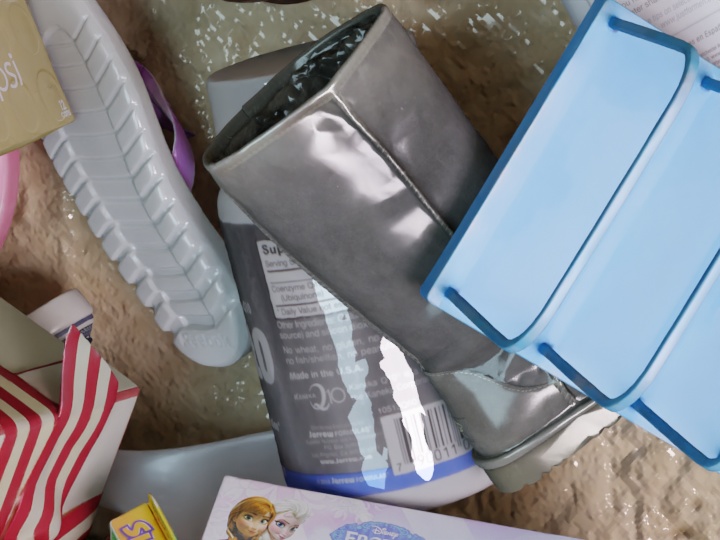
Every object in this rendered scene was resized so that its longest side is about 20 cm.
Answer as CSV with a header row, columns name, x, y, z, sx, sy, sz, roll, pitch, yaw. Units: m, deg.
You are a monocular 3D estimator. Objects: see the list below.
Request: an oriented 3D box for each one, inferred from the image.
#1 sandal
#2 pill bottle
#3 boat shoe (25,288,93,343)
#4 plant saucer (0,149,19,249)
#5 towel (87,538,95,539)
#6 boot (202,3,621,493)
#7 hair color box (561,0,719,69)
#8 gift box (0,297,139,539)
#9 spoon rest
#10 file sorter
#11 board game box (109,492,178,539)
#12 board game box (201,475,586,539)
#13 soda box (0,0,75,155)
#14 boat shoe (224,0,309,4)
name,x,y,z,sx,sy,sz,roll,pitch,yaw
sandal,-0.102,-0.049,1.138,0.082,0.050,0.203,-21,96,48
pill bottle,0.000,0.000,1.061,0.113,0.114,0.201,-7,103,29
boat shoe,-0.178,0.095,1.211,0.093,0.075,0.200,52,128,5
plant saucer,-0.251,-0.072,1.204,0.200,0.051,0.202,9,110,26
towel,-0.089,0.242,1.241,0.148,0.031,0.201,5,106,23
boot,0.060,-0.029,0.983,0.182,0.073,0.200,-39,103,-7
hair color box,0.114,-0.167,0.978,0.099,0.061,0.201,-28,93,31
gift box,-0.221,0.090,1.076,0.186,0.184,0.201,34,120,24
spoon rest,-0.065,0.118,1.156,0.199,0.061,0.100,6,73,28
file sorter,0.152,0.010,0.912,0.199,0.123,0.139,30,94,-15
board game box,-0.085,0.180,1.110,0.096,0.030,0.200,58,160,20
board game box,0.037,0.182,1.072,0.199,0.041,0.200,8,140,13
soda box,-0.199,-0.070,1.036,0.064,0.200,0.068,-21,95,19
boat shoe,-0.095,-0.161,1.083,0.199,0.068,0.072,12,112,24
